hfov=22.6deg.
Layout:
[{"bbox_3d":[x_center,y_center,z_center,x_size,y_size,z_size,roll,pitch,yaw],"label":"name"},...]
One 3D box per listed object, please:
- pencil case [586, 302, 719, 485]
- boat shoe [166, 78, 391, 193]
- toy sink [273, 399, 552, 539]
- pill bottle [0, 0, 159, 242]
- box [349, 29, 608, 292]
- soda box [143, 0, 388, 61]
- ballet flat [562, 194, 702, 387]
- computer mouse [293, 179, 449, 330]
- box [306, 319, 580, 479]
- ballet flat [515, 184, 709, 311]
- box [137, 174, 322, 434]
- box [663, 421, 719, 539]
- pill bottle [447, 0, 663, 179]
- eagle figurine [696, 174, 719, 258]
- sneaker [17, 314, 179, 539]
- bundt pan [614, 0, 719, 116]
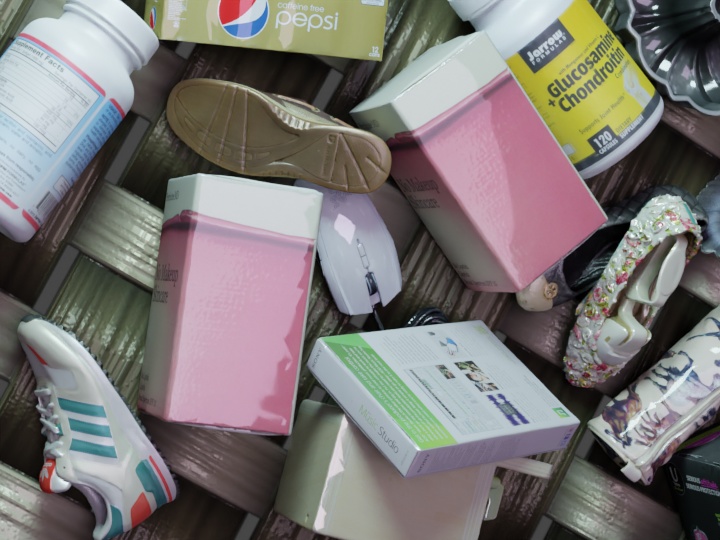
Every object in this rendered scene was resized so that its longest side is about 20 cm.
[{"bbox_3d":[0.298,0.111,1.647,0.200,0.089,0.078,-41,107,-8],"label":"pencil case"},{"bbox_3d":[-0.067,-0.116,1.547,0.199,0.072,0.073,14,101,4],"label":"boat shoe"},{"bbox_3d":[0.043,0.192,1.552,0.199,0.130,0.113,16,86,-18],"label":"toy sink"},{"bbox_3d":[-0.255,-0.131,1.464,0.109,0.109,0.200,39,79,-14],"label":"pill bottle"},{"bbox_3d":[0.101,-0.091,1.567,0.109,0.128,0.201,-38,100,-13],"label":"box"},{"bbox_3d":[-0.081,-0.220,1.530,0.199,0.068,0.065,4,99,-21],"label":"soda box"},{"bbox_3d":[0.242,0.027,1.611,0.075,0.064,0.201,13,110,-31],"label":"ballet flat"},{"bbox_3d":[0.000,0.000,1.580,0.109,0.044,0.201,-27,99,-15],"label":"computer mouse"},{"bbox_3d":[0.070,0.104,1.513,0.199,0.144,0.036,-3,129,-44],"label":"box"},{"bbox_3d":[0.226,-0.021,1.640,0.199,0.057,0.067,-30,125,-15],"label":"ballet flat"},{"bbox_3d":[-0.110,0.028,1.493,0.108,0.128,0.202,8,87,-17],"label":"box"},{"bbox_3d":[0.390,0.236,1.666,0.148,0.124,0.201,-22,98,-17],"label":"box"},{"bbox_3d":[0.169,-0.187,1.597,0.112,0.112,0.200,-44,103,-13],"label":"pill bottle"},{"bbox_3d":[0.423,-0.053,1.688,0.200,0.151,0.152,-41,59,19],"label":"eagle figurine"},{"bbox_3d":[-0.237,0.134,1.491,0.093,0.070,0.200,-38,104,-20],"label":"sneaker"},{"bbox_3d":[0.318,-0.239,1.662,0.200,0.076,0.204,0,90,-18],"label":"bundt pan"}]
